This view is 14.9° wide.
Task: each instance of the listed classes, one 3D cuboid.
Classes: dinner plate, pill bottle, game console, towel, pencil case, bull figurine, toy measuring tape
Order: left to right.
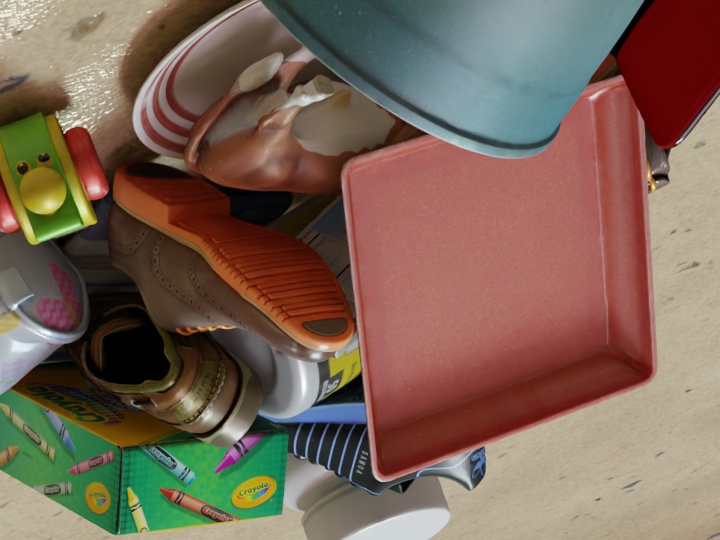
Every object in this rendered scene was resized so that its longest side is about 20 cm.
[{"bbox_3d":[-0.256,0.051,1.662,0.200,0.083,0.091,-33,158,26],"label":"pencil case"},{"bbox_3d":[-0.178,-0.052,1.549,0.074,0.074,0.200,-21,-178,-3],"label":"toy measuring tape"},{"bbox_3d":[-0.145,0.002,1.743,0.147,0.024,0.200,-3,150,-37],"label":"towel"},{"bbox_3d":[-0.036,-0.122,1.542,0.200,0.024,0.200,-19,160,-7],"label":"dinner plate"},{"bbox_3d":[-0.019,0.092,1.840,0.113,0.200,0.113,-20,160,-7],"label":"pill bottle"},{"bbox_3d":[-0.005,-0.082,1.553,0.200,0.065,0.121,-6,150,-43],"label":"bull figurine"},{"bbox_3d":[0.000,0.000,1.721,0.200,0.111,0.111,-32,167,-30],"label":"pill bottle"},{"bbox_3d":[0.234,-0.166,1.500,0.172,0.119,0.200,4,130,-51],"label":"game console"}]

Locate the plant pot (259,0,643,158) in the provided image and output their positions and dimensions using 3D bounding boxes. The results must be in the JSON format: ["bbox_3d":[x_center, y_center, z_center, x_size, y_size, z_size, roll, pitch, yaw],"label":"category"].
[{"bbox_3d":[0.064,-0.188,1.267,0.200,0.200,0.188,4,132,-50],"label":"plant pot"}]

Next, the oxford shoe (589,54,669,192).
[{"bbox_3d":[0.142,-0.064,1.652,0.200,0.073,0.071,-53,149,-23],"label":"oxford shoe"}]

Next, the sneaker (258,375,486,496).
[{"bbox_3d":[-0.012,0.104,1.738,0.200,0.078,0.070,-1,-152,34],"label":"sneaker"}]

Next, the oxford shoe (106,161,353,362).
[{"bbox_3d":[-0.076,0.010,1.572,0.071,0.200,0.073,-3,119,-40],"label":"oxford shoe"}]

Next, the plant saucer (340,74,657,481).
[{"bbox_3d":[0.075,-0.001,1.572,0.199,0.037,0.200,-18,118,-25],"label":"plant saucer"}]

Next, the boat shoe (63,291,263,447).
[{"bbox_3d":[-0.133,0.045,1.648,0.068,0.072,0.200,30,173,-34],"label":"boat shoe"}]

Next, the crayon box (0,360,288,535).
[{"bbox_3d":[-0.148,0.107,1.718,0.119,0.058,0.200,-4,-166,-34],"label":"crayon box"}]

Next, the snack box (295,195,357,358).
[{"bbox_3d":[0.017,-0.027,1.640,0.200,0.072,0.024,-45,141,-32],"label":"snack box"}]
